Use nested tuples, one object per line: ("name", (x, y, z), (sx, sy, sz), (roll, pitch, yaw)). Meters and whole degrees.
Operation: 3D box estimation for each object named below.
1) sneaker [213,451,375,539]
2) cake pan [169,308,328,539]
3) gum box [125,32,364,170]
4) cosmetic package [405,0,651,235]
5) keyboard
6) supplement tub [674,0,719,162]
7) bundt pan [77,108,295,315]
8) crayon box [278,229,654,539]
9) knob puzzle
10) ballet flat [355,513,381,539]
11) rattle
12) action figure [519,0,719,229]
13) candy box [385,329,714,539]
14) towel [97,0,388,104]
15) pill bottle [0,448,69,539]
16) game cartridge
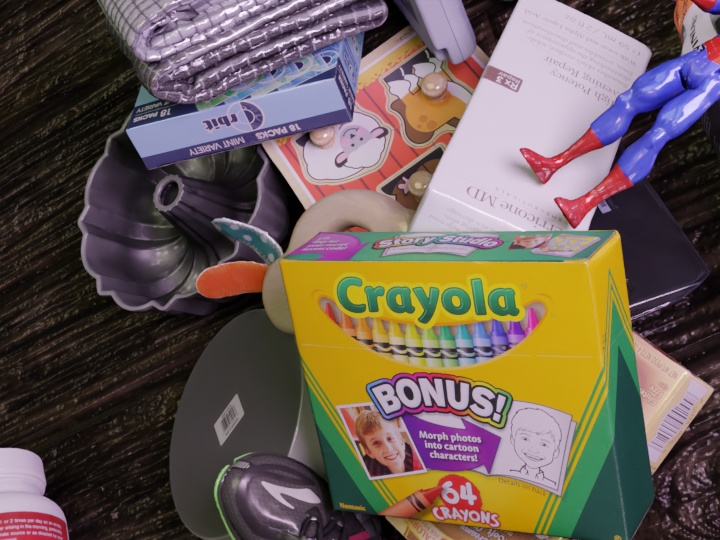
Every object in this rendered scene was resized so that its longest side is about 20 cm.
("sneaker", (-0.010, 0.189, 0.843), (0.200, 0.084, 0.077), (43, 66, -1))
("cake pan", (-0.081, 0.116, 0.966), (0.200, 0.037, 0.201), (-30, 50, 43))
("gum box", (-0.083, -0.175, 1.028), (0.169, 0.045, 0.200), (-11, 42, 17))
("cosmetic package", (0.110, -0.080, 0.837), (0.101, 0.074, 0.200), (25, 52, 1))
("keyboard", (0.135, -0.037, 0.875), (0.127, 0.021, 0.200), (-18, 46, -6))
("supplement tub", (0.270, -0.096, 0.781), (0.122, 0.122, 0.201), (-31, 57, 22))
("bundt pan", (-0.135, -0.052, 1.079), (0.201, 0.076, 0.203), (-13, 66, 32))
("crayon box", (0.062, 0.065, 0.774), (0.199, 0.058, 0.173), (0, 113, 31))
("knob puzzle", (0.042, -0.085, 0.958), (0.219, 0.030, 0.220), (-5, 66, 11))
("ballet flat", (-0.020, 0.154, 0.931), (0.066, 0.057, 0.201), (-24, 59, 30))
("rattle", (0.000, 0.000, 0.924), (0.200, 0.143, 0.131), (-4, 108, 47))
("action figure", (0.176, -0.114, 0.710), (0.200, 0.099, 0.065), (-35, 58, 8))
("candy box", (0.120, 0.120, 0.846), (0.115, 0.055, 0.200), (39, 95, 38))
("towel", (-0.090, -0.208, 0.970), (0.199, 0.086, 0.166), (-25, 33, -8))
("pill bottle", (-0.287, 0.252, 1.048), (0.112, 0.112, 0.201), (-29, 58, 23))
("game cartridge", (0.025, -0.249, 0.972), (0.041, 0.133, 0.200), (-30, 36, 3))
